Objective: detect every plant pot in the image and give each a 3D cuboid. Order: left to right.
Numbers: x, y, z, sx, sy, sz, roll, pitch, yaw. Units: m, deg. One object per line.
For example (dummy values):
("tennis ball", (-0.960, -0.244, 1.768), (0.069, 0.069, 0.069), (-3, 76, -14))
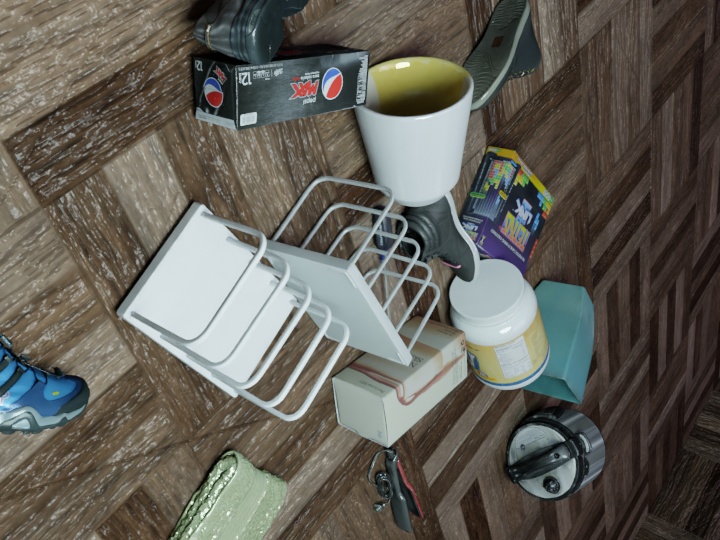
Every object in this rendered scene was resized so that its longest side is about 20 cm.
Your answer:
("plant pot", (0.382, 0.131, 1.436), (0.141, 0.140, 0.201), (44, 63, -50))

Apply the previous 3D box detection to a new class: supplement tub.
("supplement tub", (0.233, 0.092, 1.222), (0.145, 0.144, 0.201), (-52, 138, -23))

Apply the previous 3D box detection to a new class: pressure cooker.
("pressure cooker", (0.413, 0.392, 1.543), (0.199, 0.178, 0.178), (-4, 111, -51))

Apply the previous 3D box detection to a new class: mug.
("mug", (0.082, -0.177, 0.932), (0.186, 0.149, 0.154), (-36, 139, -28))

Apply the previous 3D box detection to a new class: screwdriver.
("screwdriver", (0.032, 0.004, 1.035), (0.029, 0.028, 0.202), (-8, 115, -16))

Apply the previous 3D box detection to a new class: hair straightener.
("hair straightener", (0.055, 0.369, 1.201), (0.077, 0.041, 0.201), (-42, 134, -33))

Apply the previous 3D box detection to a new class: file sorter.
("file sorter", (-0.121, 0.054, 0.775), (0.139, 0.124, 0.200), (-58, 140, -16))
("file sorter", (0.000, 0.000, 0.905), (0.125, 0.138, 0.201), (-56, 140, -23))

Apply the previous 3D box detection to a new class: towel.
("towel", (-0.175, 0.335, 0.907), (0.201, 0.036, 0.149), (-59, 142, -16))

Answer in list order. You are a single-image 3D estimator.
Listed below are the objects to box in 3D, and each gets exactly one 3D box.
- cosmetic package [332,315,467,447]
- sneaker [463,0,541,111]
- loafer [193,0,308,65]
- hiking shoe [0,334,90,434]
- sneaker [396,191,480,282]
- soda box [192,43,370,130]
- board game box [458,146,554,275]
("cosmetic package", (0.062, 0.157, 1.075), (0.199, 0.103, 0.088), (-34, 127, -41))
("sneaker", (0.221, -0.303, 1.098), (0.106, 0.074, 0.201), (44, 69, -47))
("loafer", (-0.097, -0.283, 0.720), (0.073, 0.072, 0.201), (90, 18, -48))
("hiking shoe", (-0.309, 0.083, 0.605), (0.199, 0.074, 0.087), (18, 91, -52))
("sneaker", (0.113, -0.032, 1.089), (0.099, 0.070, 0.201), (-50, 132, -23))
("soda box", (-0.079, -0.200, 0.773), (0.199, 0.070, 0.064), (-23, 125, -45))
("board game box", (0.248, -0.092, 1.238), (0.200, 0.056, 0.167), (29, 80, -52))
